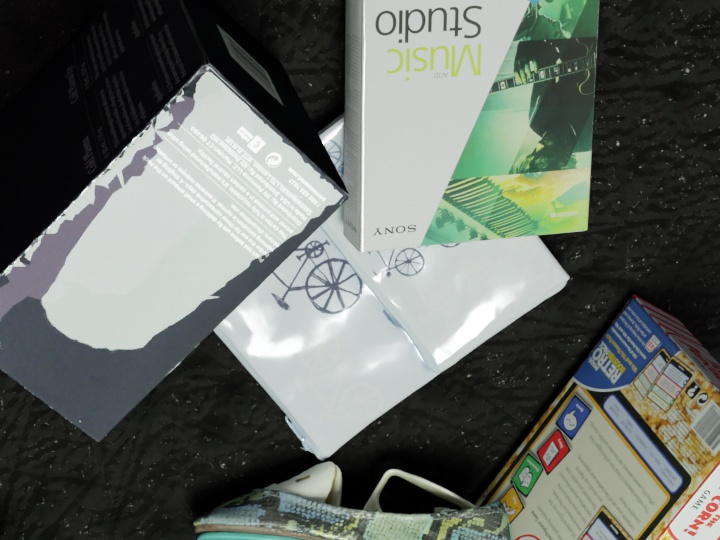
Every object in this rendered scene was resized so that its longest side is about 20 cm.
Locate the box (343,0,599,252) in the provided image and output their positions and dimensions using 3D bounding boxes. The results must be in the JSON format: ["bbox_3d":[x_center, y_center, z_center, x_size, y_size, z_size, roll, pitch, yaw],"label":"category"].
[{"bbox_3d":[0.063,-0.113,1.080,0.144,0.036,0.200,-6,112,-16],"label":"box"}]

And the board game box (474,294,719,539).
[{"bbox_3d":[0.156,0.137,1.166,0.046,0.152,0.200,27,107,-33],"label":"board game box"}]

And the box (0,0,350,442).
[{"bbox_3d":[-0.121,-0.045,0.994,0.182,0.200,0.104,-43,117,9],"label":"box"}]

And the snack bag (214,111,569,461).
[{"bbox_3d":[0.000,0.000,1.142,0.200,0.021,0.189,-36,117,5],"label":"snack bag"}]

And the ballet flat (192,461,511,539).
[{"bbox_3d":[-0.002,0.155,1.187,0.200,0.074,0.074,10,113,3],"label":"ballet flat"}]
